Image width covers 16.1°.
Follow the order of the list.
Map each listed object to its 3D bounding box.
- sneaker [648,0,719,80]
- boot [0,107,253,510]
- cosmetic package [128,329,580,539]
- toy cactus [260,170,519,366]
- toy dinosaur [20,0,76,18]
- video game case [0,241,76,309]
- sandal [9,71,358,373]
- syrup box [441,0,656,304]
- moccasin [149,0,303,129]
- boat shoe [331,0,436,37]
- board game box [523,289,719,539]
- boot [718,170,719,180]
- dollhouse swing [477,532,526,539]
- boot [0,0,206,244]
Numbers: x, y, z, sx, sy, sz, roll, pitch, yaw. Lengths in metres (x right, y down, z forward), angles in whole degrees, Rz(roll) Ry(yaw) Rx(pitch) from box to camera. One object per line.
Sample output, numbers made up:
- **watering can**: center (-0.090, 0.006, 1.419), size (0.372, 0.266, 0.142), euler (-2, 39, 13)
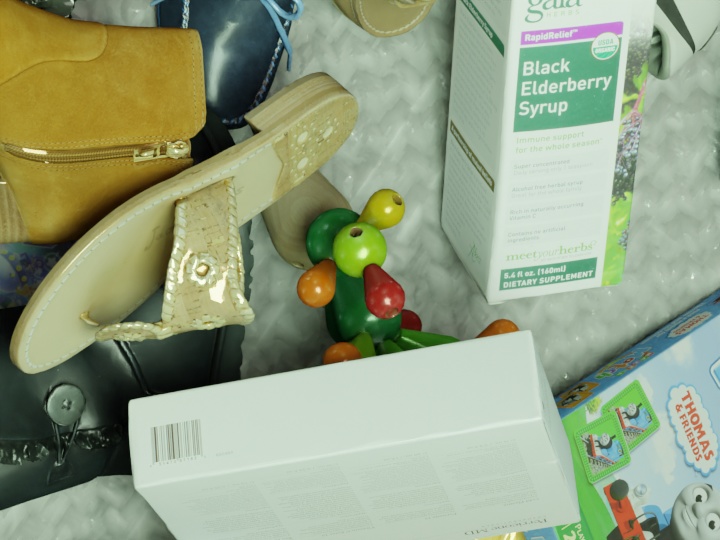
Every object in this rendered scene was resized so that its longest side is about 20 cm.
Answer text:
- **sneaker**: center (0.112, -0.173, 1.354), size (0.199, 0.074, 0.089), euler (32, 84, -18)
- **boot**: center (-0.143, 0.023, 1.272), size (0.167, 0.076, 0.202), euler (-7, 108, -31)
- **cosmetic package**: center (0.001, 0.095, 1.254), size (0.198, 0.151, 0.052), euler (-10, 62, 7)
- **toy cactus**: center (0.000, 0.000, 1.305), size (0.102, 0.200, 0.166), euler (-34, 67, 2)
- **toy dinosaur**: center (-0.206, -0.147, 1.250), size (0.135, 0.102, 0.201), euler (22, 96, -8)
- **video game case**: center (-0.226, -0.006, 1.291), size (0.143, 0.018, 0.201), euler (33, 85, -18)
- **sandal**: center (-0.067, -0.008, 1.210), size (0.211, 0.078, 0.070), euler (-41, 64, -18)
- **syrup box**: center (0.096, -0.090, 1.314), size (0.078, 0.082, 0.201), euler (-8, 126, -16)
- **moccasin**: center (-0.064, -0.172, 1.299), size (0.080, 0.068, 0.202), euler (3, 95, -18)
- **boat shoe**: center (0.019, -0.161, 1.265), size (0.071, 0.200, 0.065), euler (-26, 70, -8)
- **board game box**: center (0.177, 0.115, 1.402), size (0.199, 0.037, 0.152), euler (-31, 105, -30)
- **boot**: center (0.290, -0.143, 1.418), size (0.180, 0.073, 0.202), euler (0, 90, -4)
- **dollhouse swing**: center (0.025, 0.234, 1.330), size (0.199, 0.182, 0.177), euler (18, 109, -19)
- **boot**: center (-0.144, -0.104, 1.183), size (0.143, 0.071, 0.202), euler (-13, 125, -19)
